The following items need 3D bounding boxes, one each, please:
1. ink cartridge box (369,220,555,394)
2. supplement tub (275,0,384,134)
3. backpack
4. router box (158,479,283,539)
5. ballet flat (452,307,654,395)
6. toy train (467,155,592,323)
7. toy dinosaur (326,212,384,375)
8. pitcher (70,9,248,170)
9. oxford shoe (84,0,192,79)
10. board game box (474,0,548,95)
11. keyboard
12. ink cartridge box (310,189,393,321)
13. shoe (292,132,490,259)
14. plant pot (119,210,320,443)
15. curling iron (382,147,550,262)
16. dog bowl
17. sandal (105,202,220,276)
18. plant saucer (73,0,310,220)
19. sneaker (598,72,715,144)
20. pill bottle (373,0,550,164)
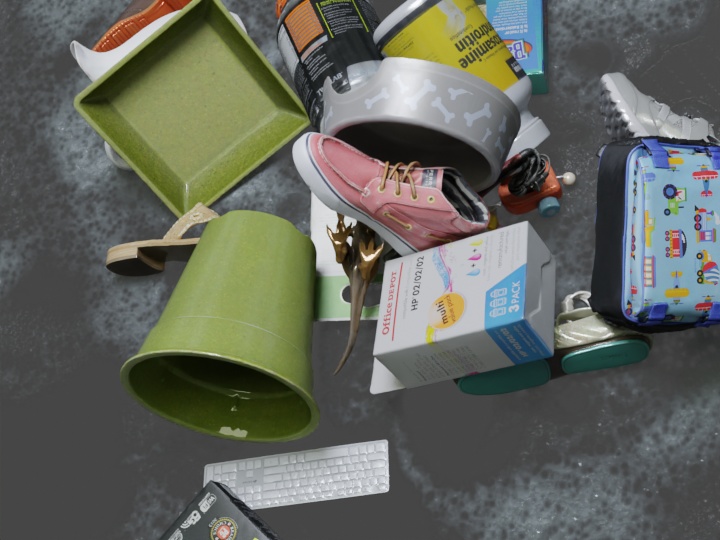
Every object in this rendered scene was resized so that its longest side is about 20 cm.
[{"bbox_3d":[0.083,0.039,1.085,0.200,0.068,0.115,-17,46,30],"label":"ink cartridge box"},{"bbox_3d":[-0.024,-0.244,1.301,0.122,0.123,0.200,-25,58,5],"label":"supplement tub"},{"bbox_3d":[0.322,-0.031,1.034,0.199,0.135,0.183,3,93,-9],"label":"backpack"},{"bbox_3d":[-0.149,0.326,1.079,0.150,0.062,0.200,36,82,27],"label":"router box"},{"bbox_3d":[0.185,0.075,1.107,0.199,0.068,0.062,-10,50,3],"label":"ballet flat"},{"bbox_3d":[0.165,-0.030,1.167,0.150,0.056,0.200,-18,59,10],"label":"toy train"},{"bbox_3d":[0.000,0.000,1.160,0.060,0.106,0.201,2,72,9],"label":"toy dinosaur"},{"bbox_3d":[-0.229,-0.221,1.367,0.200,0.172,0.121,-19,31,-14],"label":"pitcher"},{"bbox_3d":[-0.280,-0.318,1.470,0.200,0.071,0.073,-40,39,-9],"label":"oxford shoe"},{"bbox_3d":[0.140,-0.290,1.315,0.152,0.045,0.201,-4,63,16],"label":"board game box"},{"bbox_3d":[-0.067,0.211,1.147,0.199,0.011,0.056,-10,61,13],"label":"keyboard"},{"bbox_3d":[0.017,-0.042,1.230,0.145,0.048,0.201,-3,79,18],"label":"ink cartridge box"},{"bbox_3d":[0.034,-0.082,1.079,0.091,0.200,0.072,-28,41,35],"label":"shoe"},{"bbox_3d":[-0.120,0.047,1.150,0.199,0.200,0.190,1,58,19],"label":"plant pot"},{"bbox_3d":[0.107,-0.064,1.163,0.200,0.026,0.050,-31,40,11],"label":"curling iron"},{"bbox_3d":[0.054,-0.133,1.104,0.200,0.200,0.059,6,71,21],"label":"dog bowl"},{"bbox_3d":[-0.193,-0.044,1.283,0.211,0.078,0.070,-7,68,21],"label":"sandal"},{"bbox_3d":[-0.191,-0.189,1.298,0.200,0.200,0.048,-38,30,4],"label":"plant saucer"},{"bbox_3d":[0.322,-0.133,1.165,0.082,0.075,0.200,-33,69,-7],"label":"sneaker"},{"bbox_3d":[0.112,-0.202,1.201,0.112,0.112,0.200,-37,93,-2],"label":"pill bottle"}]
